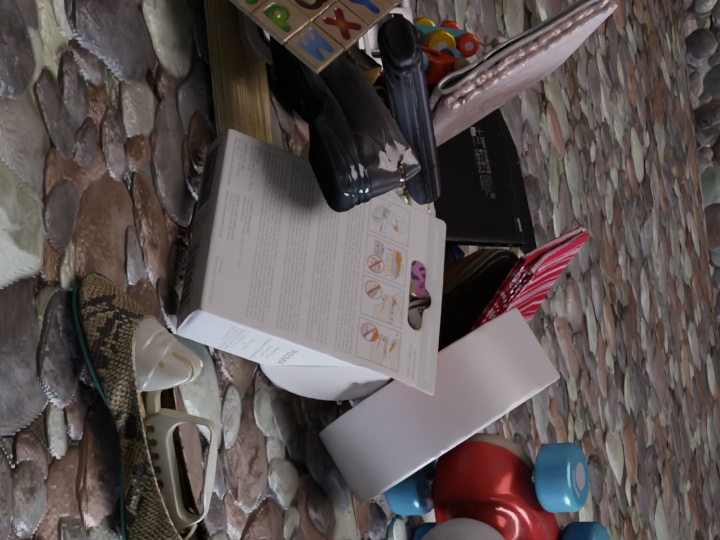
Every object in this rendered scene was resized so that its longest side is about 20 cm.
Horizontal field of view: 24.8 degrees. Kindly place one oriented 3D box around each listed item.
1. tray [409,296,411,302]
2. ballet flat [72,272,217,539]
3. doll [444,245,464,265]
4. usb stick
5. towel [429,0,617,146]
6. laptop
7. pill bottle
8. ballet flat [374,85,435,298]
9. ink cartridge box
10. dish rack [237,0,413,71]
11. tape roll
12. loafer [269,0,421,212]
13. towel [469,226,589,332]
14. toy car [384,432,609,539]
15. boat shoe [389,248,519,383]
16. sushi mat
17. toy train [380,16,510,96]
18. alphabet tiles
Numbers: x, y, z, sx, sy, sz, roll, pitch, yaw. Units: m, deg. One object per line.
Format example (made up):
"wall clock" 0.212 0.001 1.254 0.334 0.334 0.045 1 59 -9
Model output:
"tray" 0.000 0.000 1.449 0.107 0.022 0.201 40 39 -21
"ballet flat" -0.129 0.096 1.058 0.068 0.075 0.202 -25 105 -67
"doll" 0.058 0.005 1.592 0.136 0.048 0.202 12 69 -45
"usb stick" 0.041 -0.123 1.301 0.201 0.032 0.056 77 -1 -59
"towel" 0.124 -0.175 1.502 0.032 0.199 0.191 56 -18 4
"laptop" 0.103 -0.081 1.645 0.116 0.198 0.189 121 -34 -55
"pill bottle" -0.018 -0.008 1.322 0.113 0.112 0.202 54 34 -50
"ballet flat" 0.031 -0.076 1.460 0.069 0.071 0.202 -7 68 -30
"ink cartridge box" -0.032 0.001 1.230 0.199 0.047 0.161 22 54 -23
"dish rack" -0.040 -0.259 1.339 0.170 0.043 0.202 -3 85 -37
"tape roll" 0.066 0.113 1.364 0.071 0.202 0.202 57 21 7
"loafer" -0.018 -0.143 1.241 0.073 0.072 0.202 118 -45 -69
"towel" 0.134 0.053 1.516 0.144 0.022 0.201 -25 150 -58
"toy car" 0.103 0.266 1.452 0.200 0.183 0.178 -59 137 -49
"boat shoe" 0.064 0.046 1.514 0.199 0.068 0.073 -29 106 -28
"sushi mat" -0.097 -0.157 1.307 0.096 0.012 0.202 4 79 -69
"toy train" 0.069 -0.198 1.564 0.199 0.149 0.056 -16 123 -55
"alphabet tiles" -0.037 -0.254 1.256 0.200 0.167 0.008 -45 171 -37
